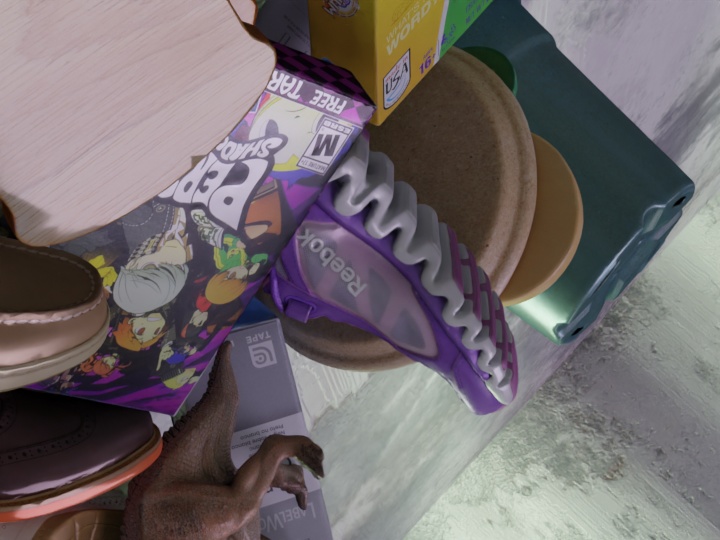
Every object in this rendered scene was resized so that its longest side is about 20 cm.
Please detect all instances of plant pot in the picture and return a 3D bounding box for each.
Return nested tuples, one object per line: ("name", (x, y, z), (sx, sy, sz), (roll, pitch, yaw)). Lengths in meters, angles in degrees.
("plant pot", (0.118, -0.065, 1.083), (0.200, 0.196, 0.200), (-45, 165, -15))

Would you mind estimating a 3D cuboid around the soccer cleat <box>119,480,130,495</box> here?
("soccer cleat", (-0.170, 0.147, 0.865), (0.087, 0.070, 0.200), (-58, 161, 17))

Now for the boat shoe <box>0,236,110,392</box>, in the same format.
("boat shoe", (-0.174, -0.002, 0.534), (0.199, 0.071, 0.065), (3, 120, -37))

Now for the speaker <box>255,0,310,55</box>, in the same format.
("speaker", (-0.045, -0.081, 0.800), (0.201, 0.081, 0.081), (-53, 165, 13))

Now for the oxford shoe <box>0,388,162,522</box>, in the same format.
("oxford shoe", (-0.179, 0.065, 0.661), (0.198, 0.071, 0.073), (-2, 108, -29))

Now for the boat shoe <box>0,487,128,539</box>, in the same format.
("boat shoe", (-0.142, 0.140, 0.791), (0.071, 0.069, 0.200), (-65, 159, -9))

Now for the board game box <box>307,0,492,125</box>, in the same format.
("board game box", (0.035, -0.177, 0.646), (0.153, 0.040, 0.200), (-49, 160, -22))

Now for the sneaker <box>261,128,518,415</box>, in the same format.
("sneaker", (0.000, 0.000, 0.759), (0.088, 0.200, 0.081), (-37, -165, 15))

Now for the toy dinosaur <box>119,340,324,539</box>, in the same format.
("toy dinosaur", (-0.085, 0.140, 0.732), (0.134, 0.202, 0.086), (-4, -176, -12))

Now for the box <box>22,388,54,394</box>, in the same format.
("box", (-0.165, 0.043, 0.765), (0.201, 0.078, 0.095), (-55, 164, 22))

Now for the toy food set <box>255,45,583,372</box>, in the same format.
("toy food set", (0.015, -0.041, 0.863), (0.200, 0.199, 0.049), (-37, 152, 17))

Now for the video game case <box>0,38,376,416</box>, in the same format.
("video game case", (-0.116, -0.031, 0.624), (0.199, 0.036, 0.182), (17, 117, -41))

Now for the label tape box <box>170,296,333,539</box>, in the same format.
("label tape box", (-0.064, 0.116, 0.855), (0.066, 0.202, 0.143), (-14, -169, -12))

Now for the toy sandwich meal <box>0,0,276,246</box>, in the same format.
("toy sandwich meal", (-0.114, -0.092, 0.479), (0.204, 0.070, 0.206), (-26, 142, -22))
